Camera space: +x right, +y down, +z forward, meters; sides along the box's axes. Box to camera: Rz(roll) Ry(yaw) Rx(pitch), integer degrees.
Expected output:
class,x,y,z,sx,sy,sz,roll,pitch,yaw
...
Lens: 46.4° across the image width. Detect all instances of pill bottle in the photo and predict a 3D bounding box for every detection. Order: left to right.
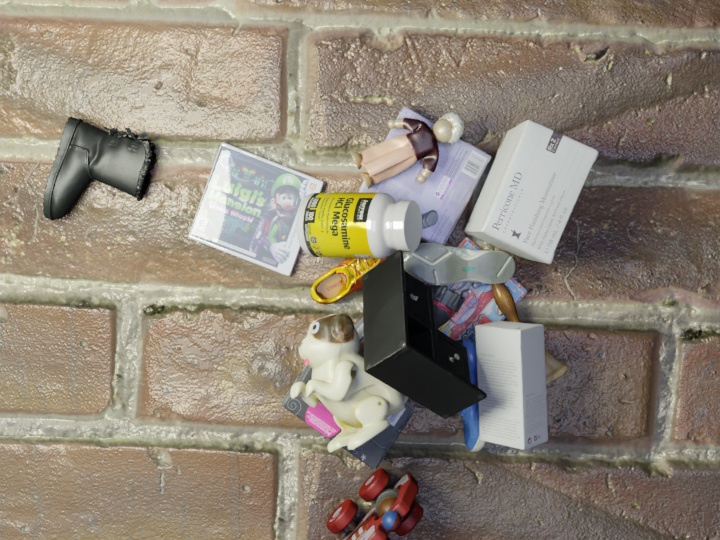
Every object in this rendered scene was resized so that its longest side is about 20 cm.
class,x,y,z,sx,sy,sz,roll,pitch,yaw
pill bottle,-0.001,-0.077,1.439,0.198,0.112,0.114,2,93,25

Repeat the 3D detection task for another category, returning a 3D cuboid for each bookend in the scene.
class,x,y,z,sx,sy,sz,roll,pitch,yaw
bookend,0.103,0.107,1.389,0.092,0.200,0.199,-34,128,31

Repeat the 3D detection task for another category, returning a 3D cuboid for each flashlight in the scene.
class,x,y,z,sx,sy,sz,roll,pitch,yaw
flashlight,0.108,0.118,1.488,0.067,0.068,0.201,32,88,-34

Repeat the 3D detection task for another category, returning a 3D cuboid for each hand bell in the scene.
class,x,y,z,sx,sy,sz,roll,pitch,yaw
hand bell,0.280,0.105,1.497,0.103,0.104,0.202,-27,88,1

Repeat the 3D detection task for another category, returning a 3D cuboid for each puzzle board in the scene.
class,x,y,z,sx,sy,sz,roll,pitch,yaw
puzzle board,0.184,0.064,1.530,0.150,0.017,0.200,41,91,-2

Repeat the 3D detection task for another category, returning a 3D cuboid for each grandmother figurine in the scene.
class,x,y,z,sx,sy,sz,roll,pitch,yaw
grandmother figurine,0.089,-0.210,1.449,0.198,0.061,0.122,-27,100,3

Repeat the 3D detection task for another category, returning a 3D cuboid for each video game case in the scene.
class,x,y,z,sx,sy,sz,roll,pitch,yaw
video game case,-0.188,-0.110,1.515,0.198,0.023,0.184,21,92,-1

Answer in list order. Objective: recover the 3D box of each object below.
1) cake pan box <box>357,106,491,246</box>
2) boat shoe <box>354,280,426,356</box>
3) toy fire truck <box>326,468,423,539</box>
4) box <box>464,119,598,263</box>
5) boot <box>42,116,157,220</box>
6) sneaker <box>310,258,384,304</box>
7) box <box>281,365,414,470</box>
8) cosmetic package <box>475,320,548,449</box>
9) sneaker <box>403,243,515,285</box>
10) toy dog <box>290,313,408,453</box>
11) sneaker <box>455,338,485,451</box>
class,x,y,z,sx,sy,sz,roll,pitch,yaw
cake pan box,0.111,-0.167,1.502,0.183,0.052,0.202,28,92,-4
boat shoe,0.057,0.082,1.502,0.200,0.072,0.066,-45,97,0
toy fire truck,0.028,0.448,1.470,0.200,0.168,0.112,-45,93,2
box,0.283,-0.130,1.430,0.129,0.200,0.201,23,93,-2
boot,-0.459,-0.165,1.489,0.161,0.073,0.200,17,92,-5
sneaker,0.000,0.000,1.496,0.199,0.077,0.073,-38,91,0
box,-0.021,0.232,1.487,0.199,0.115,0.133,35,89,-2
cosmetic package,0.258,0.193,1.437,0.071,0.101,0.203,-7,96,-41
sneaker,0.166,-0.007,1.476,0.198,0.080,0.071,6,91,-7
toy dog,-0.020,0.167,1.364,0.193,0.139,0.201,-31,90,-17
sneaker,0.170,0.222,1.494,0.110,0.077,0.203,1,97,-14
